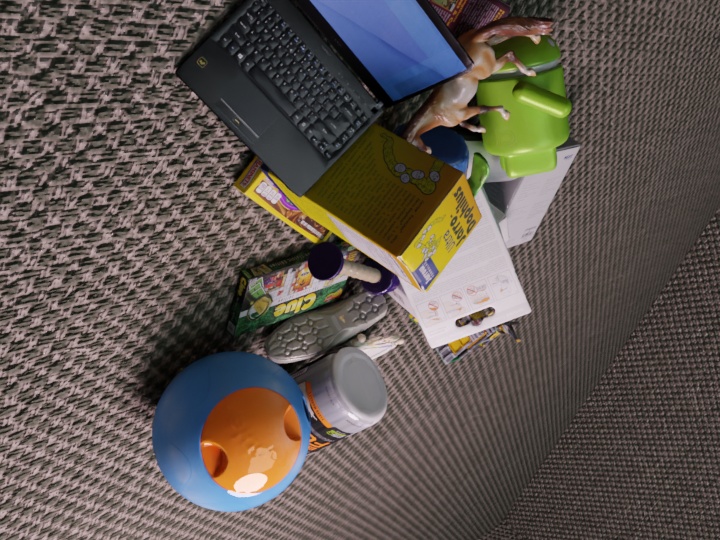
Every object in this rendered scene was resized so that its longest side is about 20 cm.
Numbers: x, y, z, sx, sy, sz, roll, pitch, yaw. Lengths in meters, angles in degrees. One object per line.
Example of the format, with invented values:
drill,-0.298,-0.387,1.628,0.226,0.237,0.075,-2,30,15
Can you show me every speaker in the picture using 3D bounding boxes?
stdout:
speaker,0.164,-0.165,1.152,0.200,0.081,0.081,-10,134,-49

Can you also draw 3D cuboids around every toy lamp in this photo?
toy lamp,0.000,0.000,1.107,0.058,0.058,0.200,-53,154,9

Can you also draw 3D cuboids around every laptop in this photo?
laptop,-0.032,-0.185,0.734,0.200,0.103,0.177,-46,118,-2

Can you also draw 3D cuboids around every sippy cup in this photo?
sippy cup,0.074,-0.109,0.989,0.178,0.139,0.130,-55,165,-46

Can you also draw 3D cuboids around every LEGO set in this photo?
LEGO set,0.195,0.075,1.425,0.200,0.154,0.116,0,143,-47

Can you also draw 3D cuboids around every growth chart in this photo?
growth chart,-0.004,0.133,1.275,0.145,0.018,0.200,-29,164,19

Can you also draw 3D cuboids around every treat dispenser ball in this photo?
treat dispenser ball,-0.164,0.204,1.020,0.201,0.201,0.201,-35,150,-24

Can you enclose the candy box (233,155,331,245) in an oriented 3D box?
candy box,-0.066,-0.102,0.959,0.102,0.026,0.200,-54,153,1

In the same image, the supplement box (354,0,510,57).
supplement box,0.061,-0.277,0.852,0.200,0.086,0.110,0,127,-55

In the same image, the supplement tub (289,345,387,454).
supplement tub,-0.069,0.202,1.181,0.200,0.123,0.122,-32,163,31

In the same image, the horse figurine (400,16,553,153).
horse figurine,0.126,-0.207,0.876,0.132,0.050,0.200,-2,141,-32

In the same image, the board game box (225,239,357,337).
board game box,-0.090,0.020,1.087,0.200,0.023,0.105,-20,144,-42

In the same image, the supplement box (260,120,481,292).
supplement box,0.012,-0.084,0.854,0.110,0.200,0.109,-53,153,-6

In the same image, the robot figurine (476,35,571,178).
robot figurine,0.214,-0.229,1.060,0.116,0.176,0.200,-10,109,5

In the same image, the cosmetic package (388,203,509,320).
cosmetic package,0.126,-0.030,1.243,0.200,0.108,0.085,-42,152,-9

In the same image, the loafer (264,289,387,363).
loafer,-0.052,0.087,1.174,0.200,0.070,0.070,-20,169,-24

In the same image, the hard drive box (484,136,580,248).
hard drive box,0.260,-0.136,1.331,0.156,0.077,0.200,-17,140,-45

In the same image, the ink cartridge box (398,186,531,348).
ink cartridge box,0.136,-0.007,1.145,0.160,0.200,0.047,-22,-167,13
